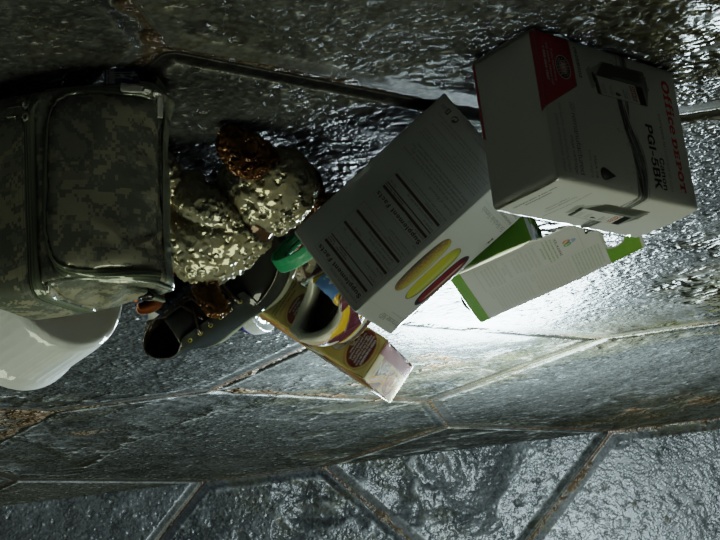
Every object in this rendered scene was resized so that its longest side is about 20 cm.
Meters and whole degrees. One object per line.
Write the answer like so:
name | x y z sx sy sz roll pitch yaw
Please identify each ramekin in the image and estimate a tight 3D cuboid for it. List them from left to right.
ramekin | -0.345 0.016 1.550 0.097 0.203 0.199 -25 156 33

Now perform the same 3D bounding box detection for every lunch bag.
lunch bag | -0.243 -0.065 1.305 0.166 0.203 0.139 -6 167 14

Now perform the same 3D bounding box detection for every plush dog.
plush dog | -0.121 -0.062 1.484 0.171 0.162 0.200 -36 154 15

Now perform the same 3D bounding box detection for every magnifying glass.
magnifying glass | -0.009 -0.063 1.530 0.199 0.022 0.080 -37 -164 2

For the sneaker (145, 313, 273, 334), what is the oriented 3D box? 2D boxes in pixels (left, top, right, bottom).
sneaker | -0.206 0.037 1.890 0.145 0.082 0.200 -2 169 20

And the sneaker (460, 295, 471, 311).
sneaker | 0.144 -0.061 1.674 0.066 0.108 0.203 4 127 -4

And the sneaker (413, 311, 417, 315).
sneaker | 0.045 0.016 1.724 0.076 0.090 0.199 -13 -167 41

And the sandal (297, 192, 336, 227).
sandal | 0.009 -0.061 1.656 0.210 0.079 0.069 2 -169 -36

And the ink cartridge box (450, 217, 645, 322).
ink cartridge box | 0.187 -0.037 1.546 0.198 0.076 0.148 -24 154 8

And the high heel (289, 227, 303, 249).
high heel | -0.147 -0.035 1.733 0.199 0.097 0.067 -31 155 10

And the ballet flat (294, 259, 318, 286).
ballet flat | -0.053 -0.016 1.776 0.073 0.075 0.200 0 159 -18

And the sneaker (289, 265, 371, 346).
sneaker | 0.000 0.000 1.541 0.090 0.075 0.201 -5 130 -59

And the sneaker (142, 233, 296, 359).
sneaker | -0.152 0.032 1.601 0.200 0.075 0.106 -48 167 34

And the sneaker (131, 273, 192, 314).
sneaker | -0.269 -0.003 1.647 0.198 0.114 0.077 -13 162 24

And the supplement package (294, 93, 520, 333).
supplement package | 0.055 -0.052 1.439 0.200 0.110 0.114 -42 157 7

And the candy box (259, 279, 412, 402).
candy box | -0.044 0.067 1.679 0.199 0.056 0.115 32 174 24

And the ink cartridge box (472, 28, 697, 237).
ink cartridge box | 0.207 -0.122 1.344 0.198 0.149 0.083 7 158 -40
